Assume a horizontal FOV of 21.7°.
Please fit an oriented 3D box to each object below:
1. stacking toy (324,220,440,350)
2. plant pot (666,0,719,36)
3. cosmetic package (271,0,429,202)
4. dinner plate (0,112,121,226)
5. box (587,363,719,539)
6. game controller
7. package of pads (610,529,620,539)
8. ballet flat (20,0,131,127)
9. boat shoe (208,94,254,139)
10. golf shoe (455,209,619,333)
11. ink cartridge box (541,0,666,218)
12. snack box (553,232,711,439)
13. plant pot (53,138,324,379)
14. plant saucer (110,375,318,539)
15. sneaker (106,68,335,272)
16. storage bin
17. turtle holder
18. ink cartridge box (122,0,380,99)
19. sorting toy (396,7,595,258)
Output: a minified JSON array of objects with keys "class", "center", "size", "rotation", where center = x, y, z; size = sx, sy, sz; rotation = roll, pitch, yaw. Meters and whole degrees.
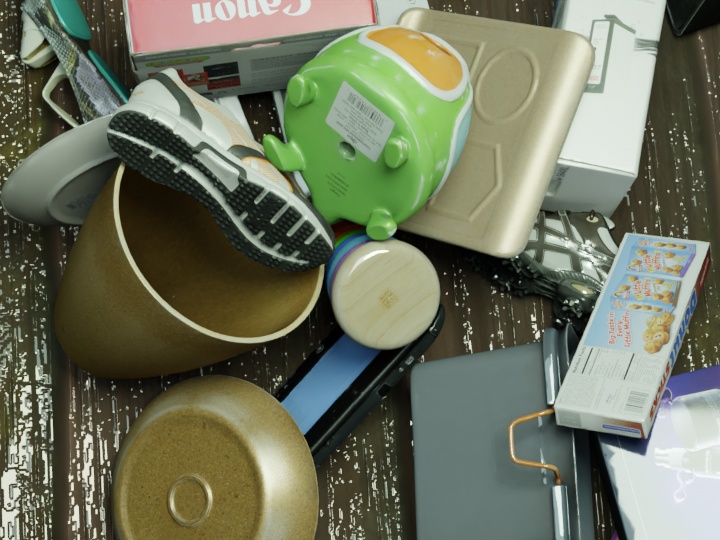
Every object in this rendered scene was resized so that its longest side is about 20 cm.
[{"class":"stacking toy","center":[0.000,0.000,1.508],"size":[0.085,0.200,0.086],"rotation":[-3,103,-12]},{"class":"plant pot","center":[0.348,-0.341,1.582],"size":[0.177,0.200,0.200],"rotation":[-12,75,-11]},{"class":"cosmetic package","center":[-0.003,-0.165,1.618],"size":[0.150,0.052,0.201],"rotation":[-14,75,-4]},{"class":"dinner plate","center":[-0.193,-0.078,1.525],"size":[0.200,0.200,0.024],"rotation":[-20,72,-3]},{"class":"box","center":[0.264,0.182,1.432],"size":[0.141,0.079,0.201],"rotation":[-16,71,3]},{"class":"game controller","center":[-0.014,0.085,1.522],"size":[0.200,0.042,0.104],"rotation":[-47,38,2]},{"class":"package of pads","center":[0.304,0.227,1.491],"size":[0.200,0.068,0.155],"rotation":[26,77,10]},{"class":"ballet flat","center":[-0.257,-0.184,1.628],"size":[0.072,0.072,0.201],"rotation":[-31,75,-5]},{"class":"boat shoe","center":[-0.156,-0.179,1.624],"size":[0.066,0.070,0.201],"rotation":[-23,83,-5]},{"class":"golf shoe","center":[0.158,-0.020,1.568],"size":[0.200,0.078,0.095],"rotation":[37,68,4]},{"class":"ink cartridge box","center":[0.194,-0.157,1.557],"size":[0.084,0.146,0.201],"rotation":[11,77,1]},{"class":"snack box","center":[0.214,0.047,1.457],"size":[0.072,0.024,0.200],"rotation":[7,45,23]},{"class":"plant pot","center":[-0.159,0.007,1.497],"size":[0.186,0.200,0.187],"rotation":[18,57,-30]},{"class":"plant saucer","center":[-0.128,0.183,1.495],"size":[0.200,0.035,0.201],"rotation":[-3,84,28]},{"class":"sneaker","center":[-0.093,-0.078,1.411],"size":[0.200,0.074,0.080],"rotation":[40,40,-18]},{"class":"storage bin","center":[0.111,0.151,1.492],"size":[0.134,0.146,0.201],"rotation":[-6,75,12]},{"class":"turtle holder","center":[0.020,-0.101,1.433],"size":[0.141,0.186,0.132],"rotation":[19,46,32]},{"class":"ink cartridge box","center":[-0.086,-0.200,1.506],"size":[0.199,0.176,0.084],"rotation":[-8,83,-3]},{"class":"sorting toy","center":[0.084,-0.113,1.512],"size":[0.200,0.036,0.186],"rotation":[18,86,43]}]
